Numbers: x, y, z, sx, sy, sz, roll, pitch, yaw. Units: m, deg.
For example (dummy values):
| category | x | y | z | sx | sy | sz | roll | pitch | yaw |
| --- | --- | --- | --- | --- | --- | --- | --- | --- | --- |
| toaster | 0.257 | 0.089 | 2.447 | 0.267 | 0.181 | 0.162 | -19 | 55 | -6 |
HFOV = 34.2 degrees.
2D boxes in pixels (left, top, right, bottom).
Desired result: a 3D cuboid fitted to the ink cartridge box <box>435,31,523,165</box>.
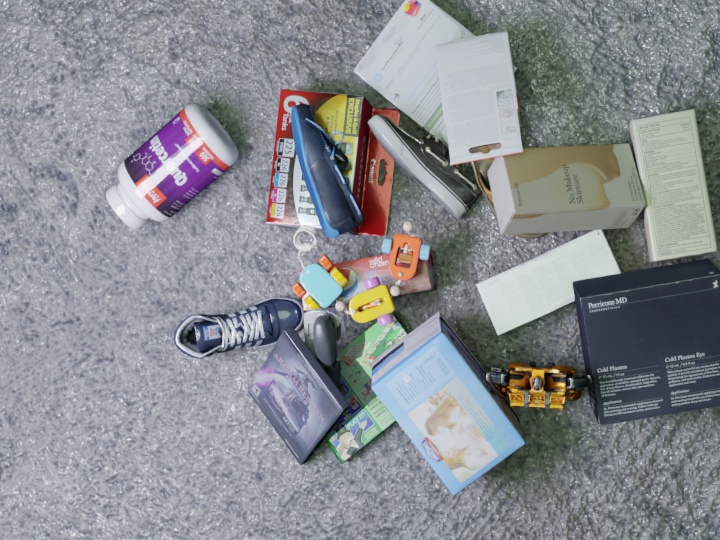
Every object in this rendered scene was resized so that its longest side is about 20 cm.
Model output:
| category | x | y | z | sx | sy | sz | roll | pitch | yaw |
| --- | --- | --- | --- | --- | --- | --- | --- | --- | --- |
| ink cartridge box | 0.170 | -0.234 | 1.650 | 0.107 | 0.050 | 0.203 | -9 | 64 | 10 |

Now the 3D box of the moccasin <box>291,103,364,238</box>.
| category | x | y | z | sx | sy | sz | roll | pitch | yaw |
| --- | --- | --- | --- | --- | --- | --- | --- | --- | --- |
| moccasin | -0.047 | -0.145 | 1.668 | 0.067 | 0.081 | 0.203 | -16 | 80 | -9 |

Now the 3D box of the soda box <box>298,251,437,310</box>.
| category | x | y | z | sx | sy | sz | roll | pitch | yaw |
| --- | --- | --- | --- | --- | --- | --- | --- | --- | --- |
| soda box | 0.011 | 0.014 | 1.740 | 0.197 | 0.070 | 0.065 | -9 | 87 | 11 |

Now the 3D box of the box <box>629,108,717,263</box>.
| category | x | y | z | sx | sy | sz | roll | pitch | yaw |
| --- | --- | --- | --- | --- | --- | --- | --- | --- | --- |
| box | 0.440 | -0.118 | 1.653 | 0.093 | 0.078 | 0.204 | -8 | 87 | 10 |

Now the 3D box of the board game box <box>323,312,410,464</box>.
| category | x | y | z | sx | sy | sz | roll | pitch | yaw |
| --- | --- | --- | --- | --- | --- | --- | --- | --- | --- |
| board game box | 0.011 | 0.174 | 1.757 | 0.199 | 0.029 | 0.135 | -39 | 81 | 8 |

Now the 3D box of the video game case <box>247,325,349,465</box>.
| category | x | y | z | sx | sy | sz | roll | pitch | yaw |
| --- | --- | --- | --- | --- | --- | --- | --- | --- | --- |
| video game case | -0.094 | 0.186 | 1.708 | 0.019 | 0.201 | 0.144 | -28 | 73 | -33 |

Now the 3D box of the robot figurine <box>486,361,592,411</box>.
| category | x | y | z | sx | sy | sz | roll | pitch | yaw |
| --- | --- | --- | --- | --- | --- | --- | --- | --- | --- |
| robot figurine | 0.250 | 0.159 | 1.622 | 0.142 | 0.200 | 0.059 | 2 | 89 | 12 |

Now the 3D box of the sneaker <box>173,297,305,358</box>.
| category | x | y | z | sx | sy | sz | roll | pitch | yaw |
| --- | --- | --- | --- | --- | --- | --- | --- | --- | --- |
| sneaker | -0.185 | 0.087 | 1.758 | 0.197 | 0.108 | 0.071 | -13 | 87 | 11 |

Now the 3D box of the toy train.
| category | x | y | z | sx | sy | sz | roll | pitch | yaw |
| --- | --- | --- | --- | --- | --- | --- | --- | --- | --- |
| toy train | 0.000 | 0.000 | 1.682 | 0.196 | 0.056 | 0.153 | 6 | 89 | 8 |

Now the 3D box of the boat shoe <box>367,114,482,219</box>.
| category | x | y | z | sx | sy | sz | roll | pitch | yaw |
| --- | --- | --- | --- | --- | --- | --- | --- | --- | --- |
| boat shoe | 0.095 | -0.165 | 1.719 | 0.200 | 0.071 | 0.064 | 44 | 87 | -13 |

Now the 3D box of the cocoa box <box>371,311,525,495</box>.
| category | x | y | z | sx | sy | sz | roll | pitch | yaw |
| --- | --- | --- | --- | --- | --- | --- | --- | --- | --- |
| cocoa box | 0.122 | 0.186 | 1.658 | 0.133 | 0.131 | 0.201 | -37 | 98 | 8 |

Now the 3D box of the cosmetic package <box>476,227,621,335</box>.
| category | x | y | z | sx | sy | sz | roll | pitch | yaw |
| --- | --- | --- | --- | --- | --- | --- | --- | --- | --- |
| cosmetic package | 0.274 | 0.016 | 1.697 | 0.198 | 0.051 | 0.084 | -24 | 86 | 9 |

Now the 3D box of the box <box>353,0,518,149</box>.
| category | x | y | z | sx | sy | sz | roll | pitch | yaw |
| --- | --- | --- | --- | --- | --- | --- | --- | --- | --- |
| box | 0.112 | -0.297 | 1.744 | 0.199 | 0.041 | 0.157 | 39 | 95 | 9 |

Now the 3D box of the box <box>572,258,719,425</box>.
| category | x | y | z | sx | sy | sz | roll | pitch | yaw |
| --- | --- | --- | --- | --- | --- | --- | --- | --- | --- |
| box | 0.407 | 0.097 | 1.616 | 0.196 | 0.104 | 0.185 | -9 | 102 | 6 |

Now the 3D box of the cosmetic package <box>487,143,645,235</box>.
| category | x | y | z | sx | sy | sz | roll | pitch | yaw |
| --- | --- | --- | --- | --- | --- | --- | --- | --- | --- |
| cosmetic package | 0.287 | -0.114 | 1.637 | 0.196 | 0.071 | 0.107 | -5 | 65 | -14 |

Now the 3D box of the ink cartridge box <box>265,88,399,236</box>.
| category | x | y | z | sx | sy | sz | roll | pitch | yaw |
| --- | --- | --- | --- | --- | --- | --- | --- | --- | --- |
| ink cartridge box | -0.040 | -0.159 | 1.749 | 0.172 | 0.084 | 0.204 | 6 | 89 | 11 |

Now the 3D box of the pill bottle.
| category | x | y | z | sx | sy | sz | roll | pitch | yaw |
| --- | --- | --- | --- | --- | --- | --- | --- | --- | --- |
| pill bottle | -0.290 | -0.154 | 1.785 | 0.199 | 0.112 | 0.113 | -39 | 82 | 8 |

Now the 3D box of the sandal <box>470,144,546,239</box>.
| category | x | y | z | sx | sy | sz | roll | pitch | yaw |
| --- | --- | --- | --- | --- | --- | --- | --- | --- | --- |
| sandal | 0.210 | -0.130 | 1.698 | 0.080 | 0.054 | 0.202 | -29 | 100 | 8 |

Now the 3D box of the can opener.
| category | x | y | z | sx | sy | sz | roll | pitch | yaw |
| --- | --- | --- | --- | --- | --- | --- | --- | --- | --- |
| can opener | -0.058 | 0.150 | 1.684 | 0.052 | 0.067 | 0.203 | 5 | 117 | 11 |
